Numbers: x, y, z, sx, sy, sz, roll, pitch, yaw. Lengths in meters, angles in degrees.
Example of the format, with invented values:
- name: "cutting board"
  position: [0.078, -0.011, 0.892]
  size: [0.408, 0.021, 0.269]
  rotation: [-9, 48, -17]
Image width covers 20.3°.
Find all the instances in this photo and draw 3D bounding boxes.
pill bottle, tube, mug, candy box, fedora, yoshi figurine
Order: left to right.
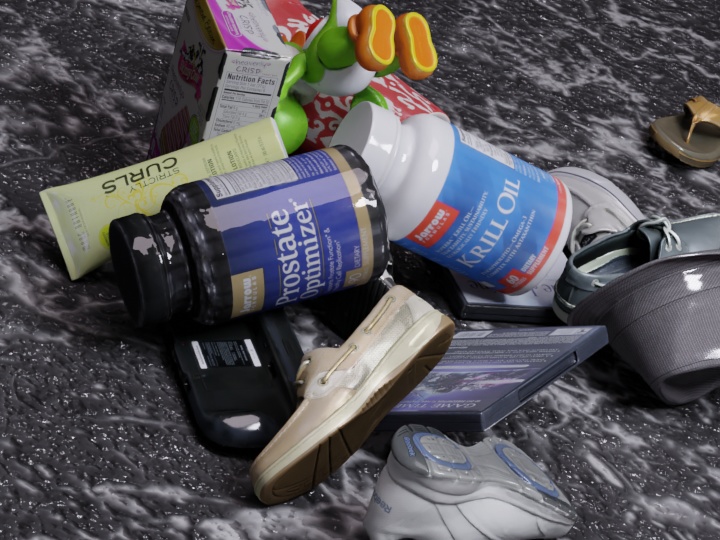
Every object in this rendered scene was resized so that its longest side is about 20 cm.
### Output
- name: "tube"
  position: [-0.153, -0.063, 1.608]
  size: [0.199, 0.052, 0.058]
  rotation: [-21, 42, 1]
- name: "candy box"
  position: [-0.124, -0.129, 1.689]
  size: [0.061, 0.201, 0.137]
  rotation: [5, 32, -22]
- name: "pill bottle"
  position: [-0.087, -0.022, 1.548]
  size: [0.199, 0.112, 0.112]
  rotation: [-16, 42, -18]
- name: "yoshi figurine"
  position: [-0.035, -0.152, 1.713]
  size: [0.113, 0.199, 0.112]
  rotation: [55, 43, -20]
- name: "mug"
  position: [-0.037, -0.129, 1.837]
  size: [0.200, 0.178, 0.133]
  rotation: [35, 0, 25]
- name: "pill bottle"
  position: [0.071, -0.064, 1.700]
  size: [0.199, 0.113, 0.112]
  rotation: [24, 27, -23]
- name: "fedora"
  position: [0.278, 0.055, 1.688]
  size: [0.199, 0.176, 0.091]
  rotation: [5, 59, -50]

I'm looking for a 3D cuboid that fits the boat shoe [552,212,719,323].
- name: "boat shoe"
  position: [0.258, -0.012, 1.758]
  size: [0.199, 0.062, 0.073]
  rotation: [-21, 47, -20]

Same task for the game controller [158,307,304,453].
- name: "game controller"
  position: [-0.093, 0.072, 1.554]
  size: [0.104, 0.042, 0.200]
  rotation: [-8, 37, -15]

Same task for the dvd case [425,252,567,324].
- name: "dvd case"
  position: [0.120, -0.017, 1.824]
  size: [0.142, 0.018, 0.200]
  rotation: [4, 34, -25]

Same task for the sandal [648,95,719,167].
- name: "sandal"
  position: [0.379, -0.160, 2.160]
  size: [0.199, 0.054, 0.080]
  rotation: [-17, 45, -45]

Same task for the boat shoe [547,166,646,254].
- name: "boat shoe"
  position: [0.225, -0.024, 1.849]
  size: [0.065, 0.072, 0.200]
  rotation: [-11, 50, -47]

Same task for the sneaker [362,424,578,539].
- name: "sneaker"
  position: [0.077, 0.169, 1.453]
  size: [0.199, 0.087, 0.075]
  rotation: [18, 22, -40]

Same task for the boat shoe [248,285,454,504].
- name: "boat shoe"
  position: [-0.017, 0.089, 1.469]
  size: [0.065, 0.072, 0.200]
  rotation: [38, 67, 19]

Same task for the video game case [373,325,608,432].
- name: "video game case"
  position: [0.087, 0.084, 1.571]
  size: [0.142, 0.019, 0.200]
  rotation: [-3, 16, 36]

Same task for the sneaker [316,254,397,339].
- name: "sneaker"
  position: [0.000, 0.000, 1.674]
  size: [0.088, 0.074, 0.200]
  rotation: [-17, 46, -42]
